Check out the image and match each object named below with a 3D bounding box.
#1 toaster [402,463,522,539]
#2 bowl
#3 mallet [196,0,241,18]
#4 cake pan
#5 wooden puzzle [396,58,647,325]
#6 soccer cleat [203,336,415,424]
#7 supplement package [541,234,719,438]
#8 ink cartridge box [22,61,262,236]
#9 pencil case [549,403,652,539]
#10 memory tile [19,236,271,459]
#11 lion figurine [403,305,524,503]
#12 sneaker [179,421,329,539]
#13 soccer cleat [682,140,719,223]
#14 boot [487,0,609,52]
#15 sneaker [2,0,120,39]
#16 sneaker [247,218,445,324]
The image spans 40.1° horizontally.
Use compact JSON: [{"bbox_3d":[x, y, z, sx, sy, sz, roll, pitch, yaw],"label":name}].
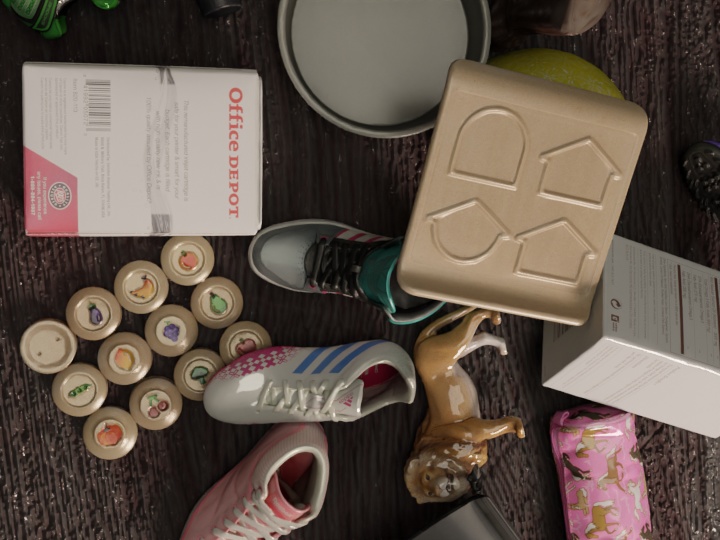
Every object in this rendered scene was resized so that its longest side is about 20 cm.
[{"bbox_3d":[0.093,0.321,0.914,0.181,0.119,0.200,-33,125,-8],"label":"toaster"},{"bbox_3d":[0.182,-0.115,0.935,0.200,0.108,0.201,-1,95,-12],"label":"bowl"},{"bbox_3d":[-0.065,-0.293,0.872,0.200,0.041,0.066,-23,92,16],"label":"mallet"},{"bbox_3d":[0.021,-0.224,0.924,0.200,0.037,0.201,-1,94,-8],"label":"cake pan"},{"bbox_3d":[0.136,-0.065,0.855,0.185,0.046,0.200,11,100,-15],"label":"wooden puzzle"},{"bbox_3d":[-0.044,0.108,0.909,0.200,0.086,0.070,-11,115,-12],"label":"soccer cleat"},{"bbox_3d":[0.290,0.066,0.946,0.200,0.117,0.117,18,56,-13],"label":"supplement package"},{"bbox_3d":[-0.190,-0.103,0.874,0.200,0.083,0.147,0,94,-11],"label":"ink cartridge box"},{"bbox_3d":[0.241,0.231,0.988,0.086,0.083,0.200,-14,99,-50],"label":"pencil case"},{"bbox_3d":[-0.197,0.070,0.920,0.200,0.017,0.153,-32,99,-7],"label":"memory tile"},{"bbox_3d":[0.090,0.121,0.961,0.122,0.072,0.200,-11,82,7],"label":"lion figurine"},{"bbox_3d":[-0.099,0.224,0.908,0.075,0.105,0.200,38,88,-13],"label":"sneaker"},{"bbox_3d":[0.412,-0.069,1.013,0.200,0.068,0.073,42,62,-7],"label":"soccer cleat"},{"bbox_3d":[0.183,-0.285,0.873,0.064,0.200,0.187,19,91,-12],"label":"boot"},{"bbox_3d":[-0.222,-0.282,0.866,0.200,0.078,0.085,-38,107,3],"label":"sneaker"},{"bbox_3d":[0.000,0.000,0.900,0.200,0.121,0.084,7,93,-11],"label":"sneaker"}]
